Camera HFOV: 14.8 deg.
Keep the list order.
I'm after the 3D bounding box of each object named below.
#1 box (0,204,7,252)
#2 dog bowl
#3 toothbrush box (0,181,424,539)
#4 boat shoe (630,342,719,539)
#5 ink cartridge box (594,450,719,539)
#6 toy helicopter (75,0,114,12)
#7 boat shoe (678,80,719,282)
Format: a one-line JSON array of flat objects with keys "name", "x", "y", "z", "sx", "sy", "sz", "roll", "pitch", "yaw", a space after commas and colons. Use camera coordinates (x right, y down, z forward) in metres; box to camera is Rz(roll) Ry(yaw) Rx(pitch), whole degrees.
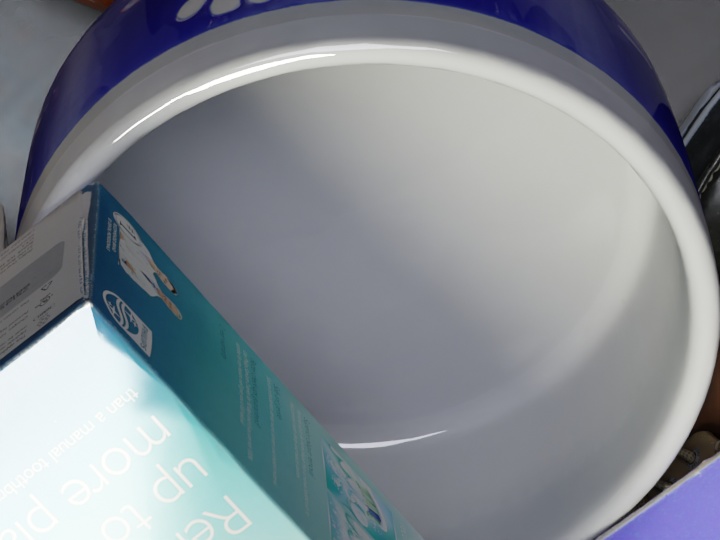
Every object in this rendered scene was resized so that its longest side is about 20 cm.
[{"name": "box", "x": -0.209, "y": 0.008, "z": 0.795, "sx": 0.200, "sy": 0.078, "sz": 0.095, "roll": 19, "pitch": 129, "yaw": -25}, {"name": "dog bowl", "x": 0.000, "y": 0.000, "z": 0.798, "sx": 0.199, "sy": 0.079, "sz": 0.200, "roll": -1, "pitch": 126, "yaw": -2}, {"name": "toothbrush box", "x": -0.062, "y": 0.103, "z": 0.740, "sx": 0.146, "sy": 0.085, "sz": 0.200, "roll": -36, "pitch": 112, "yaw": 12}, {"name": "boat shoe", "x": 0.115, "y": 0.073, "z": 0.835, "sx": 0.072, "sy": 0.076, "sz": 0.201, "roll": -3, "pitch": 101, "yaw": 9}, {"name": "ink cartridge box", "x": 0.087, "y": 0.183, "z": 0.785, "sx": 0.198, "sy": 0.043, "sz": 0.200, "roll": -38, "pitch": 81, "yaw": 11}, {"name": "toy helicopter", "x": -0.069, "y": -0.126, "z": 0.795, "sx": 0.132, "sy": 0.200, "sz": 0.079, "roll": 25, "pitch": 85, "yaw": 26}, {"name": "boat shoe", "x": 0.159, "y": -0.059, "z": 0.859, "sx": 0.072, "sy": 0.071, "sz": 0.200, "roll": 42, "pitch": 88, "yaw": 2}]
